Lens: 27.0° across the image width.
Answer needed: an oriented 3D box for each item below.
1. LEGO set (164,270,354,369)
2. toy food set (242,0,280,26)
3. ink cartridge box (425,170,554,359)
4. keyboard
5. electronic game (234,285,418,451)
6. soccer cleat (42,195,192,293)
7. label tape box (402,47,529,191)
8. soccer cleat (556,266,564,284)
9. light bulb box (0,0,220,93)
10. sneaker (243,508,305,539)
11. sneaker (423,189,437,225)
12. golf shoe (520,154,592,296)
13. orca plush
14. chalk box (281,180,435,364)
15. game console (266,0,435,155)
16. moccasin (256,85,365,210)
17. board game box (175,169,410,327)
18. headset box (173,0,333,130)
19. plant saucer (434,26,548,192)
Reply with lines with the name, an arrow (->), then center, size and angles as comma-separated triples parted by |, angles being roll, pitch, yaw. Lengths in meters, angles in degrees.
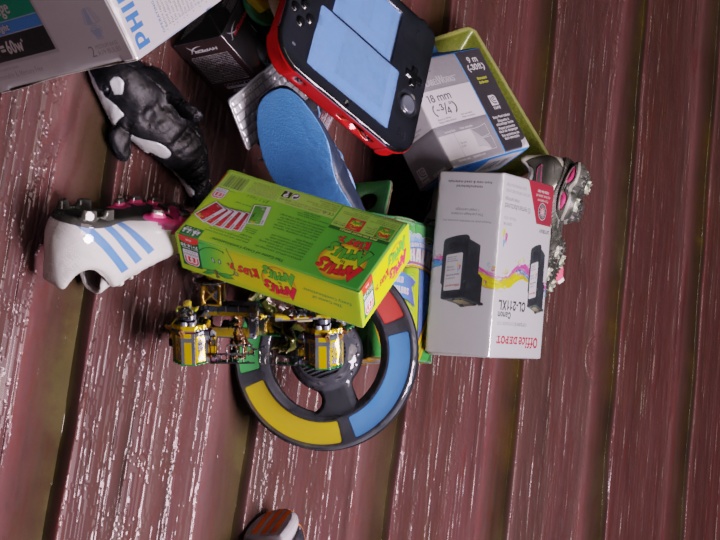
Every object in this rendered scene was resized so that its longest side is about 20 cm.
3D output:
LEGO set -> -0.095, 0.021, 1.465 | 0.154, 0.198, 0.117 | -45, 136, -70
toy food set -> -0.034, -0.299, 1.558 | 0.198, 0.048, 0.201 | 41, 56, -32
ink cartridge box -> 0.146, -0.002, 1.671 | 0.145, 0.082, 0.202 | 6, 88, -60
keyboard -> -0.069, -0.198, 1.548 | 0.200, 0.011, 0.057 | -47, 122, -40
electronic game -> -0.036, 0.085, 1.551 | 0.042, 0.198, 0.202 | 22, 69, -72
soccer cleat -> -0.226, -0.023, 1.432 | 0.199, 0.070, 0.087 | -2, 111, -53
label tape box -> 0.089, -0.204, 1.729 | 0.144, 0.063, 0.201 | -19, 79, -44
soccer cleat -> 0.156, 0.015, 1.808 | 0.199, 0.067, 0.077 | -25, 92, -21
light bulb box -> -0.226, -0.267, 1.332 | 0.200, 0.197, 0.125 | -45, 119, -41
sneaker -> -0.102, 0.347, 1.538 | 0.200, 0.077, 0.113 | -45, 120, -42
sneaker -> 0.148, -0.062, 1.871 | 0.198, 0.079, 0.131 | 3, 94, -41
golf shoe -> 0.206, -0.041, 1.779 | 0.077, 0.087, 0.201 | 58, 52, -70
orca plush -> -0.185, -0.136, 1.472 | 0.105, 0.071, 0.201 | -47, 122, -42
chalk box -> 0.000, 0.000, 1.652 | 0.124, 0.124, 0.202 | 9, 80, -51
game console -> -0.005, -0.230, 1.515 | 0.200, 0.031, 0.178 | 37, 56, -34
moccasin -> -0.051, -0.096, 1.523 | 0.068, 0.080, 0.201 | -86, 154, -69
board game box -> -0.063, -0.023, 1.421 | 0.102, 0.199, 0.048 | -54, 151, -37
headset box -> -0.087, -0.230, 1.597 | 0.200, 0.077, 0.150 | 48, 53, -36
plant saucer -> 0.114, -0.182, 1.815 | 0.199, 0.048, 0.201 | -25, 83, -44
